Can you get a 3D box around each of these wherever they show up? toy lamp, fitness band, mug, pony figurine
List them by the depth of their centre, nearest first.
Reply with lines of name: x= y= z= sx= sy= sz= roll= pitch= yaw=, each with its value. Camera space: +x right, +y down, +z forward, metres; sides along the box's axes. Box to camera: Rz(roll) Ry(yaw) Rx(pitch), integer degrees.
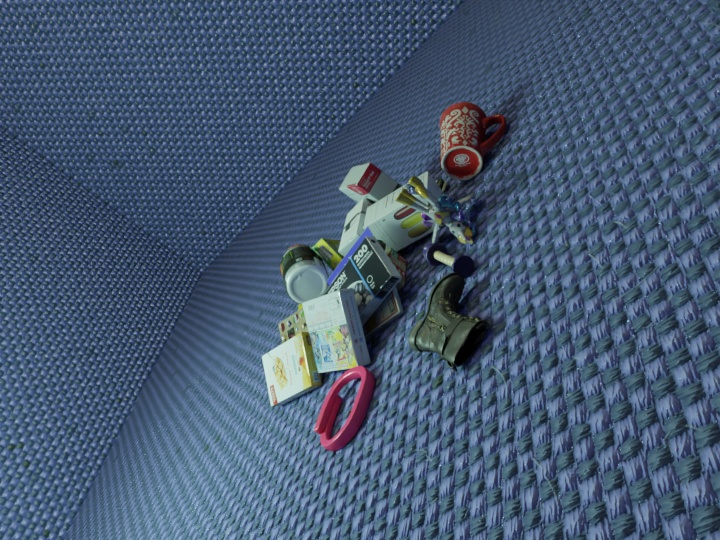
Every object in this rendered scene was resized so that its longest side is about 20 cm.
fitness band: x=-0.033 y=0.300 z=1.483 sx=0.143 sy=0.037 sz=0.201 roll=-30 pitch=29 yaw=42
toy lamp: x=0.192 y=-0.026 z=1.523 sx=0.058 sy=0.058 sz=0.200 roll=-51 pitch=21 yaw=0
pony figurine: x=0.183 y=-0.137 z=1.594 sx=0.167 sy=0.200 sz=0.193 roll=-54 pitch=2 yaw=15
mug: x=0.285 y=-0.352 z=1.799 sx=0.177 sy=0.133 sz=0.200 roll=-40 pitch=25 yaw=36

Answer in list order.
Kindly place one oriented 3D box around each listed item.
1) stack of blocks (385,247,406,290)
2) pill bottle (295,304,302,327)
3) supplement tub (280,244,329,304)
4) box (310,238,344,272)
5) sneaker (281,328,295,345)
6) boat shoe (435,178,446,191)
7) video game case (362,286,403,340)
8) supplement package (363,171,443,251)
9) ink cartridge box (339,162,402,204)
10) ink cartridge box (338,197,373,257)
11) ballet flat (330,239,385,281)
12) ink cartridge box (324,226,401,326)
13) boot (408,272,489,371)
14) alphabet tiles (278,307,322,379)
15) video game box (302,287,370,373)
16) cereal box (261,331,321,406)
stack of blocks: x=0.029 y=0.045 z=1.768 sx=0.200 sy=0.059 sz=0.115 roll=-41 pitch=22 yaw=30
pill bottle: x=-0.120 y=0.111 z=1.913 sx=0.112 sy=0.112 sz=0.200 roll=-44 pitch=20 yaw=21
supplement tub: x=-0.156 y=0.004 z=1.874 sx=0.123 sy=0.122 sz=0.200 roll=-48 pitch=23 yaw=9
box: x=-0.062 y=-0.035 z=1.908 sx=0.048 sy=0.117 sz=0.200 roll=-46 pitch=-11 yaw=14
sneaker: x=-0.177 y=0.200 z=1.942 sx=0.084 sy=0.077 sz=0.200 roll=-51 pitch=19 yaw=15
boat shoe: x=0.158 y=-0.182 z=1.880 sx=0.200 sy=0.068 sz=0.072 roll=-46 pitch=17 yaw=12
video game case: x=0.017 y=0.093 z=1.672 sx=0.200 sy=0.017 sz=0.144 roll=-39 pitch=51 yaw=33
supplement package: x=0.122 y=-0.147 z=1.772 sx=0.200 sy=0.114 sz=0.110 roll=-30 pitch=26 yaw=25
ink cartridge box: x=0.058 y=-0.218 z=1.974 sx=0.084 sy=0.200 sz=0.145 roll=-59 pitch=19 yaw=-11
ink cartridge box: x=0.028 y=-0.087 z=1.881 sx=0.084 sy=0.145 sz=0.200 roll=-41 pitch=21 yaw=29
ballet flat: x=0.000 y=0.000 z=1.753 sx=0.200 sy=0.070 sz=0.066 roll=-42 pitch=48 yaw=35
ink cartridge box: x=-0.009 y=0.020 z=1.676 sx=0.198 sy=0.043 sz=0.200 roll=-53 pitch=45 yaw=23
boot: x=0.189 y=0.096 z=1.308 sx=0.201 sy=0.069 sz=0.174 roll=-60 pitch=25 yaw=-13
alphabet tiles: x=-0.152 y=0.206 z=1.790 sx=0.167 sy=0.008 sz=0.201 roll=-33 pitch=64 yaw=43
video game box: x=-0.061 y=0.148 z=1.636 sx=0.200 sy=0.047 sz=0.183 roll=-20 pitch=80 yaw=57
cereal box: x=-0.184 y=0.262 z=1.786 sx=0.200 sy=0.039 sz=0.145 roll=-34 pitch=62 yaw=42
